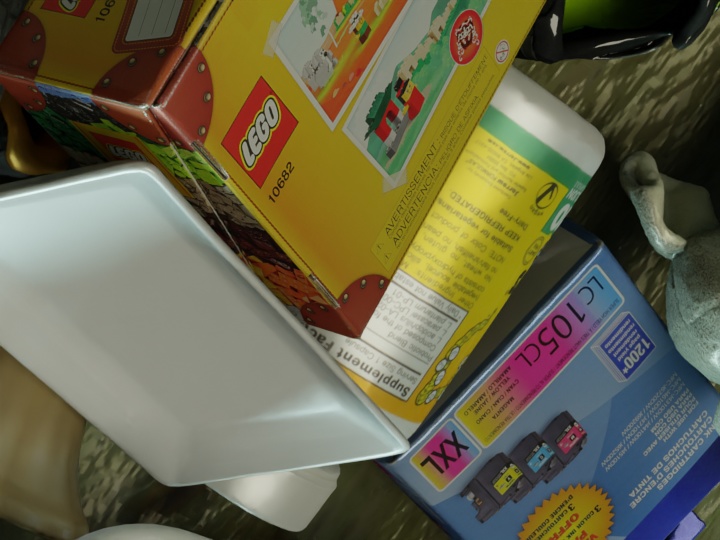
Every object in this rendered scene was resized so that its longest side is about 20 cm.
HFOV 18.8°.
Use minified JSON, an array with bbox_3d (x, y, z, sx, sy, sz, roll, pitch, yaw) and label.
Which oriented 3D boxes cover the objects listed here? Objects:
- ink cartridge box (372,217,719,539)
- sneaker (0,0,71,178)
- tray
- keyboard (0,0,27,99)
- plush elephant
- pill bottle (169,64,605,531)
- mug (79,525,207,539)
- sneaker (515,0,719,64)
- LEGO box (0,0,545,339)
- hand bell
[{"bbox_3d":[0.090,0.076,1.001,0.136,0.076,0.200,-46,132,-3],"label":"ink cartridge box"},{"bbox_3d":[-0.077,-0.108,0.786,0.200,0.077,0.078,-50,129,-2],"label":"sneaker"},{"bbox_3d":[-0.069,0.018,0.752,0.107,0.022,0.200,-9,146,24],"label":"tray"},{"bbox_3d":[-0.128,-0.109,0.731,0.056,0.011,0.201,34,66,-61],"label":"keyboard"},{"bbox_3d":[0.198,-0.002,0.944,0.200,0.165,0.155,-34,173,38],"label":"plush elephant"},{"bbox_3d":[0.000,0.000,0.873,0.113,0.113,0.200,31,96,-40],"label":"pill bottle"},{"bbox_3d":[-0.116,0.171,0.770,0.199,0.148,0.176,29,118,1],"label":"mug"},{"bbox_3d":[0.136,-0.125,0.912,0.199,0.083,0.071,-20,125,-23],"label":"sneaker"},{"bbox_3d":[-0.014,-0.102,0.748,0.201,0.077,0.149,-60,141,-17],"label":"LEGO box"},{"bbox_3d":[-0.108,-0.007,0.834,0.104,0.104,0.201,30,84,-40],"label":"hand bell"}]
